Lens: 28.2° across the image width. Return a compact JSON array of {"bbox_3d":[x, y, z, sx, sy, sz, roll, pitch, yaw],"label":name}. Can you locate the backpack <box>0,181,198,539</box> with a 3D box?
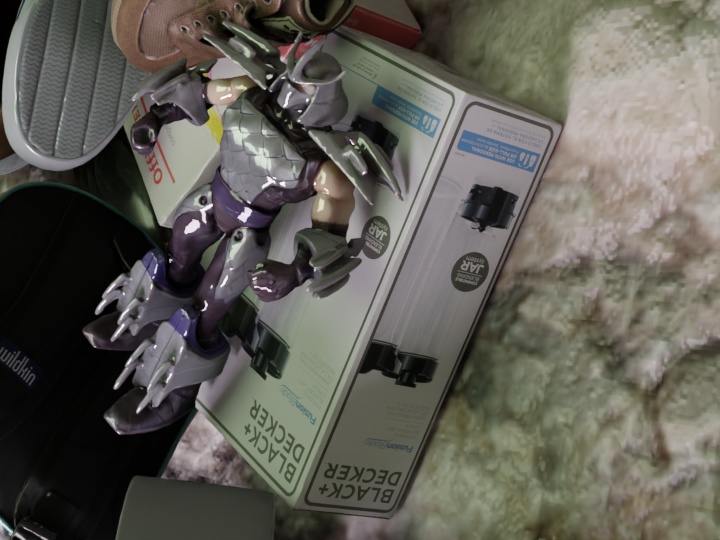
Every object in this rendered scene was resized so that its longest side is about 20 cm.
[{"bbox_3d":[-0.180,0.059,0.754,0.153,0.176,0.200,-30,23,47],"label":"backpack"}]

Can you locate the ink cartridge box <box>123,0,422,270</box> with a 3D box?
[{"bbox_3d":[-0.067,-0.097,0.763,0.200,0.067,0.117,-50,46,30],"label":"ink cartridge box"}]

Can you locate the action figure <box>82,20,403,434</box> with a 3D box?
[{"bbox_3d":[-0.058,-0.021,0.631,0.130,0.069,0.200,53,127,29],"label":"action figure"}]

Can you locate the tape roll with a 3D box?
[{"bbox_3d":[-0.080,0.193,0.628,0.200,0.066,0.201,-173,90,-85],"label":"tape roll"}]

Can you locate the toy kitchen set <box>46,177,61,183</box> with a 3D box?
[{"bbox_3d":[-0.257,0.045,0.953,0.200,0.163,0.181,48,150,35],"label":"toy kitchen set"}]

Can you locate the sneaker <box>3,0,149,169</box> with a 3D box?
[{"bbox_3d":[-0.146,-0.141,0.762,0.071,0.073,0.200,-23,50,57],"label":"sneaker"}]

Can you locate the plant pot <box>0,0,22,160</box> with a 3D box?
[{"bbox_3d":[-0.269,-0.123,0.848,0.200,0.187,0.187,-34,56,37],"label":"plant pot"}]

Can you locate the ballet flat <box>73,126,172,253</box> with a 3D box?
[{"bbox_3d":[-0.143,-0.060,0.873,0.066,0.057,0.200,-42,57,27],"label":"ballet flat"}]

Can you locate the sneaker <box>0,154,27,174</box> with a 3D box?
[{"bbox_3d":[-0.220,-0.141,0.974,0.200,0.073,0.071,-43,25,37],"label":"sneaker"}]

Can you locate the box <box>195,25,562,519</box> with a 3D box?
[{"bbox_3d":[0.000,0.000,0.663,0.117,0.060,0.200,38,110,48],"label":"box"}]

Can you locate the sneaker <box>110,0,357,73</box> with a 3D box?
[{"bbox_3d":[-0.046,-0.131,0.642,0.200,0.070,0.076,-34,57,39],"label":"sneaker"}]
